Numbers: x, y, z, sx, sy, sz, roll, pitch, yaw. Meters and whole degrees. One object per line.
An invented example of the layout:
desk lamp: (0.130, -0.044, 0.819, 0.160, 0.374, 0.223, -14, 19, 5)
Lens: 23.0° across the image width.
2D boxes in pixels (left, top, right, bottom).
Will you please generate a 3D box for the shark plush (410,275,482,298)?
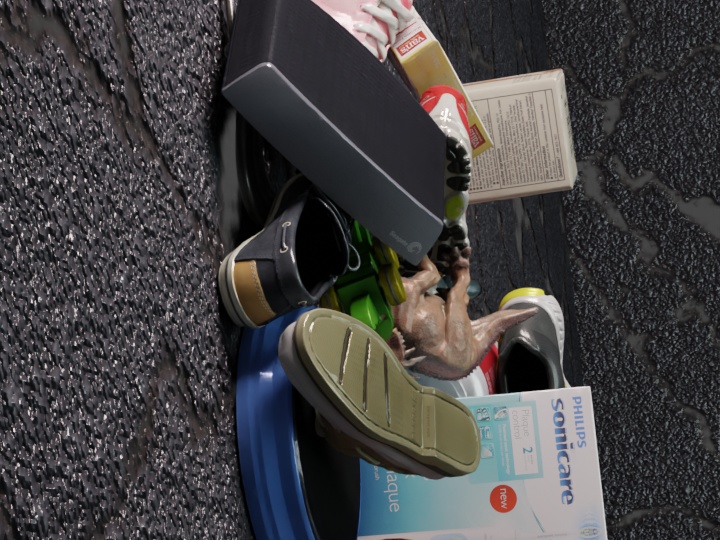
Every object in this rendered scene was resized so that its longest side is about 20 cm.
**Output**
shark plush: (0.030, 0.014, 1.636, 0.084, 0.091, 0.200, 61, 27, 9)

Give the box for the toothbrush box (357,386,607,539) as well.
toothbrush box: (0.085, 0.175, 1.369, 0.085, 0.198, 0.148, 101, -15, -79)

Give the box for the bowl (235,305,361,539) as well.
bowl: (-0.039, 0.121, 1.239, 0.201, 0.039, 0.203, -7, 90, -77)

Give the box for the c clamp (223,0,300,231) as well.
c clamp: (-0.061, -0.100, 1.295, 0.200, 0.027, 0.172, 58, 27, -61)

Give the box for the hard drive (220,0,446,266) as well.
hard drive: (-0.011, -0.108, 1.241, 0.200, 0.042, 0.136, 41, 34, -29)

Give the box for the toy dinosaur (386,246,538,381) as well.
toy dinosaur: (0.047, 0.053, 1.401, 0.086, 0.198, 0.137, -45, -139, 46)

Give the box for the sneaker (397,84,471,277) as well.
sneaker: (0.060, -0.069, 1.431, 0.201, 0.076, 0.086, 104, -4, -52)

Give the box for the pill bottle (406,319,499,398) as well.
pill bottle: (0.063, 0.106, 1.536, 0.200, 0.111, 0.114, -29, 111, -77)

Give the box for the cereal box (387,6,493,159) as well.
cereal box: (0.035, -0.198, 1.490, 0.201, 0.039, 0.144, 60, 4, 40)

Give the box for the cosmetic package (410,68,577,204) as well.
cosmetic package: (0.089, -0.114, 1.585, 0.087, 0.198, 0.105, -51, 133, -74)

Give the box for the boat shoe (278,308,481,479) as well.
boat shoe: (0.001, 0.094, 1.190, 0.200, 0.068, 0.075, 40, 45, -41)

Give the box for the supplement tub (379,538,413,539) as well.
supplement tub: (0.020, 0.289, 1.218, 0.201, 0.121, 0.123, -81, 160, -54)

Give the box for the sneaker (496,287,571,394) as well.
sneaker: (0.151, 0.119, 1.546, 0.085, 0.074, 0.202, -59, 136, -59)

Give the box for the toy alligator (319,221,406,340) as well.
toy alligator: (0.000, 0.000, 1.317, 0.201, 0.059, 0.055, -101, 170, -56)

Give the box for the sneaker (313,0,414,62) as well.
sneaker: (-0.005, -0.176, 1.350, 0.075, 0.104, 0.202, 58, 17, -56)

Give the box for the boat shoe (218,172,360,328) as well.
boat shoe: (-0.034, -0.020, 1.223, 0.075, 0.062, 0.200, 68, 25, -14)
